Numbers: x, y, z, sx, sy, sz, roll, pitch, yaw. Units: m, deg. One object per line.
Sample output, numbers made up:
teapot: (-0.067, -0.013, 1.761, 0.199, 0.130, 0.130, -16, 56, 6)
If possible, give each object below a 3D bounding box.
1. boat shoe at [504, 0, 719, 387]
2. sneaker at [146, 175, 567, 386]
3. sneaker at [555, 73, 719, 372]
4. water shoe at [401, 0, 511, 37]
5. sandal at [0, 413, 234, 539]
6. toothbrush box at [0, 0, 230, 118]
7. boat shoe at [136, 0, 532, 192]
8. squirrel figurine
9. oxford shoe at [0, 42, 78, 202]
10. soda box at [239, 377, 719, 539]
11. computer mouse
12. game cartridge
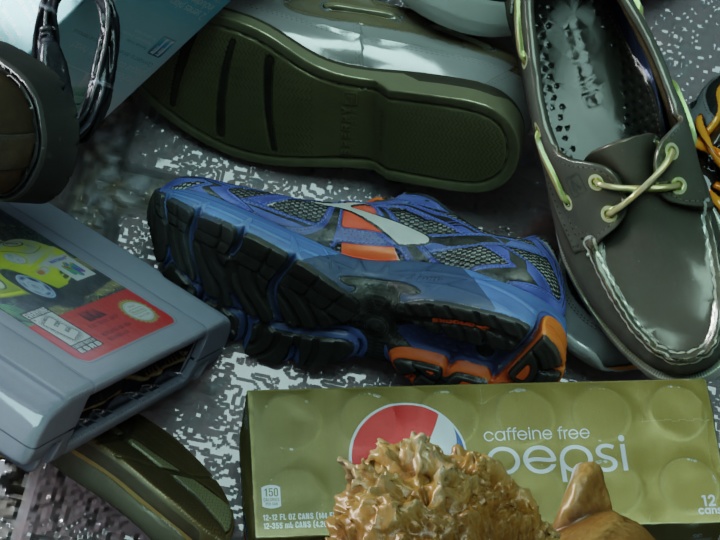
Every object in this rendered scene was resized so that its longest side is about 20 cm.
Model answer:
boat shoe: (0.111, -0.048, 0.876, 0.071, 0.060, 0.203, -19, 74, 4)
sneaker: (0.000, 0.000, 0.903, 0.198, 0.076, 0.079, 19, 44, 6)
sneaker: (0.154, -0.037, 0.933, 0.078, 0.077, 0.200, 36, 66, 11)
water shoe: (0.094, -0.171, 0.975, 0.199, 0.080, 0.071, -22, 44, -39)
sandal: (-0.139, 0.061, 0.852, 0.200, 0.080, 0.054, 40, 105, 11)
toothbrush box: (-0.141, -0.153, 0.902, 0.200, 0.085, 0.147, -41, 66, 14)
boat shoe: (-0.015, -0.092, 0.954, 0.198, 0.075, 0.069, 17, 40, 5)
squirrel figurine: (0.038, 0.147, 0.741, 0.185, 0.201, 0.142, -27, 59, -7)
oxford shoe: (-0.209, -0.080, 0.817, 0.199, 0.073, 0.084, 20, 17, 37)
soda box: (0.050, 0.090, 0.855, 0.198, 0.064, 0.068, -1, 61, -8)
computer mouse: (-0.141, -0.147, 0.835, 0.058, 0.034, 0.202, -24, 73, 21)
game cartridge: (-0.142, 0.014, 0.817, 0.132, 0.200, 0.041, 28, 105, 10)
